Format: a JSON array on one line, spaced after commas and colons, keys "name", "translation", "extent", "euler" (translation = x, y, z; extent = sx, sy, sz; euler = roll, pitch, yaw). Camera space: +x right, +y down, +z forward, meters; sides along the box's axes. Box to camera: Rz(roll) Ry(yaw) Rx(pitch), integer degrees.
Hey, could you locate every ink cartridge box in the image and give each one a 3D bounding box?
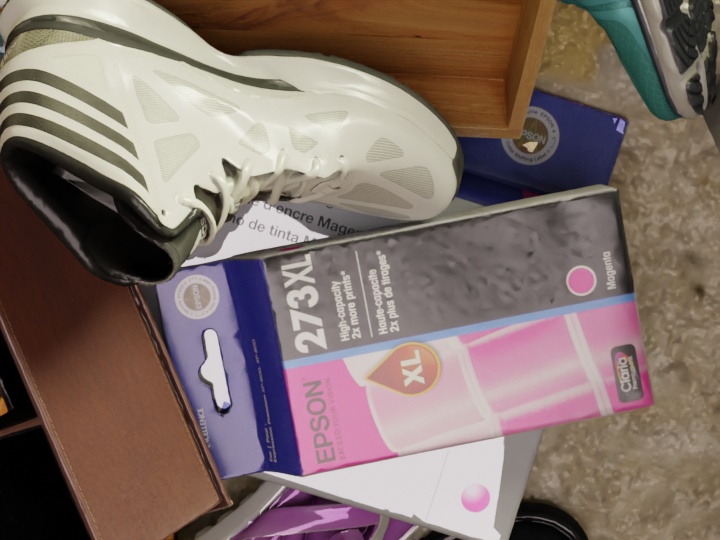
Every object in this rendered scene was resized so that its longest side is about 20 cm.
[{"name": "ink cartridge box", "translation": [0.000, 0.000, 0.893], "extent": [0.196, 0.043, 0.201], "euler": [17, 95, -3]}, {"name": "ink cartridge box", "translation": [0.018, 0.029, 0.859], "extent": [0.199, 0.037, 0.095], "euler": [-11, 95, -1]}]

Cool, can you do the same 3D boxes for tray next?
[{"name": "tray", "translation": [-0.026, -0.102, 0.832], "extent": [0.199, 0.037, 0.099], "euler": [3, 145, -5]}]

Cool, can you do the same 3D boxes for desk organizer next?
[{"name": "desk organizer", "translation": [-0.136, 0.025, 0.823], "extent": [0.072, 0.077, 0.200], "euler": [-19, 96, 37]}]

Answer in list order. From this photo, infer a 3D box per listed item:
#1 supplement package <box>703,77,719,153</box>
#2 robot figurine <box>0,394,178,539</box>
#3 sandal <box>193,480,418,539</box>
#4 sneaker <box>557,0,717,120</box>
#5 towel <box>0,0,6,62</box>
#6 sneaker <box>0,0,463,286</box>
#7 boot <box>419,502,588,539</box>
[{"name": "supplement package", "translation": [0.234, -0.112, 0.810], "extent": [0.111, 0.156, 0.200], "euler": [22, 109, -4]}, {"name": "robot figurine", "translation": [-0.183, 0.089, 0.948], "extent": [0.199, 0.058, 0.145], "euler": [6, 109, 0]}, {"name": "sandal", "translation": [-0.029, 0.135, 0.939], "extent": [0.202, 0.050, 0.083], "euler": [-36, 129, -2]}, {"name": "sneaker", "translation": [0.085, -0.148, 0.860], "extent": [0.080, 0.078, 0.200], "euler": [-29, 101, 31]}, {"name": "towel", "translation": [-0.146, -0.130, 0.891], "extent": [0.146, 0.022, 0.200], "euler": [15, 109, -3]}, {"name": "sneaker", "translation": [-0.052, -0.030, 0.795], "extent": [0.200, 0.116, 0.076], "euler": [17, 142, -21]}, {"name": "boot", "translation": [0.019, 0.198, 0.919], "extent": [0.200, 0.168, 0.077], "euler": [-25, 107, 10]}]
